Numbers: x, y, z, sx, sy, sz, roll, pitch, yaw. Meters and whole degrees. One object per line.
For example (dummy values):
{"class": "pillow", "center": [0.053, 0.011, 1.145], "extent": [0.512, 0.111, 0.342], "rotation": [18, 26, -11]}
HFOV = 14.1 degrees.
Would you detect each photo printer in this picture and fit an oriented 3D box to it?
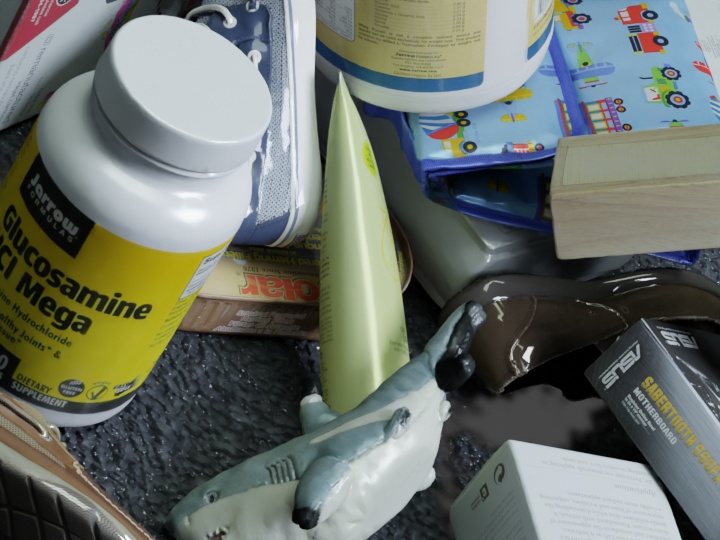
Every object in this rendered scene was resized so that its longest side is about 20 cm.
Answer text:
{"class": "photo printer", "center": [0.059, -0.075, 1.726], "extent": [0.166, 0.070, 0.200], "rotation": [-14, 58, -44]}

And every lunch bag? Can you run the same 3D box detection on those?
{"class": "lunch bag", "center": [0.095, -0.091, 1.660], "extent": [0.199, 0.094, 0.151], "rotation": [2, 45, -16]}

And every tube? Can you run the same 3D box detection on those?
{"class": "tube", "center": [0.000, 0.000, 1.551], "extent": [0.052, 0.058, 0.201], "rotation": [8, 69, -34]}

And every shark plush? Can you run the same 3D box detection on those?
{"class": "shark plush", "center": [-0.006, 0.077, 1.465], "extent": [0.083, 0.091, 0.200], "rotation": [28, 70, 31]}

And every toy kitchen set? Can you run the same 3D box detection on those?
{"class": "toy kitchen set", "center": [0.207, 0.010, 1.593], "extent": [0.179, 0.201, 0.163], "rotation": [-4, 23, 9]}

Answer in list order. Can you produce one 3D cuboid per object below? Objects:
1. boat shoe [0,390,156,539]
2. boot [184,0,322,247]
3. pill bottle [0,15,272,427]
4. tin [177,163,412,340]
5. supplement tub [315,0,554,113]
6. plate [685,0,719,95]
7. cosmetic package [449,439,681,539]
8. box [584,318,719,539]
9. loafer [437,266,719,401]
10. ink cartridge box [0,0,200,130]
{"class": "boat shoe", "center": [-0.165, 0.094, 1.379], "extent": [0.200, 0.076, 0.072], "rotation": [37, 35, 0]}
{"class": "boot", "center": [-0.076, -0.112, 1.555], "extent": [0.090, 0.073, 0.201], "rotation": [-1, 79, -34]}
{"class": "pill bottle", "center": [-0.122, -0.025, 1.432], "extent": [0.112, 0.200, 0.113], "rotation": [20, 39, -17]}
{"class": "tin", "center": [-0.064, -0.014, 1.598], "extent": [0.199, 0.042, 0.112], "rotation": [6, 42, -32]}
{"class": "supplement tub", "center": [0.037, -0.202, 1.575], "extent": [0.144, 0.201, 0.145], "rotation": [0, 42, 0]}
{"class": "plate", "center": [0.192, -0.149, 1.935], "extent": [0.199, 0.032, 0.200], "rotation": [12, 42, -27]}
{"class": "cosmetic package", "center": [0.122, 0.189, 1.489], "extent": [0.101, 0.074, 0.201], "rotation": [12, 44, -27]}
{"class": "box", "center": [0.224, 0.108, 1.613], "extent": [0.159, 0.048, 0.200], "rotation": [54, 20, 24]}
{"class": "loafer", "center": [0.135, 0.046, 1.663], "extent": [0.199, 0.073, 0.071], "rotation": [-2, 60, -31]}
{"class": "ink cartridge box", "center": [-0.158, -0.171, 1.606], "extent": [0.083, 0.146, 0.200], "rotation": [43, 38, 14]}
